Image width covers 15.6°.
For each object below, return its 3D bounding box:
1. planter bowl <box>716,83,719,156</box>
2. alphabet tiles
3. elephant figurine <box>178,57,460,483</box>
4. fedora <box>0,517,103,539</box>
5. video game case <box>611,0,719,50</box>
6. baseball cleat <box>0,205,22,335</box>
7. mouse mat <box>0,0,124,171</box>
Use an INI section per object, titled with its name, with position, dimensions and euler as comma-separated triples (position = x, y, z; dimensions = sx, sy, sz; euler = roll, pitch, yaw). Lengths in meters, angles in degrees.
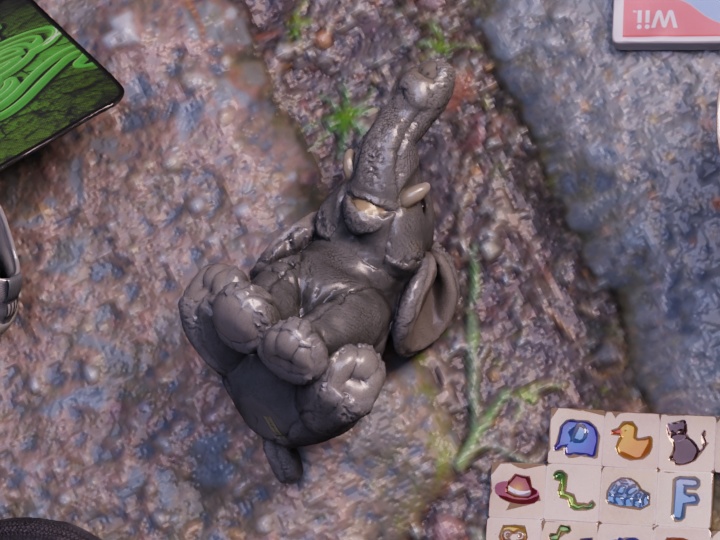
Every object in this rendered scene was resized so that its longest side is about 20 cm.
[planter bowl]
position = 0.306, -0.069, 1.489
dimensions = 0.198, 0.135, 0.202
euler = -3, 75, 11
[alphabet tiles]
position = 0.170, 0.166, 1.529
dimensions = 0.198, 0.008, 0.169
euler = 2, 77, 13
[elephant figurine]
position = 0.000, 0.000, 1.550
dimensions = 0.142, 0.155, 0.200
euler = 47, 59, -15
[fedora]
position = -0.192, 0.250, 1.542
dimensions = 0.199, 0.092, 0.202
euler = -3, 76, 12
[video game case]
position = 0.228, -0.233, 1.608
dimensions = 0.142, 0.017, 0.202
euler = 1, 77, 12
[baseball cleat]
position = -0.279, -0.047, 1.629
dimensions = 0.200, 0.107, 0.070
euler = 39, 48, 11
[mouse mat]
position = -0.260, -0.095, 1.620
dimensions = 0.199, 0.008, 0.161
euler = -30, 42, -17
